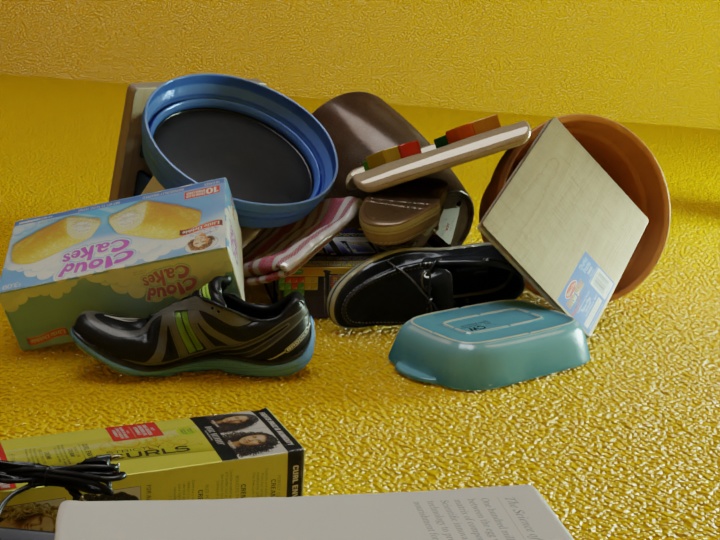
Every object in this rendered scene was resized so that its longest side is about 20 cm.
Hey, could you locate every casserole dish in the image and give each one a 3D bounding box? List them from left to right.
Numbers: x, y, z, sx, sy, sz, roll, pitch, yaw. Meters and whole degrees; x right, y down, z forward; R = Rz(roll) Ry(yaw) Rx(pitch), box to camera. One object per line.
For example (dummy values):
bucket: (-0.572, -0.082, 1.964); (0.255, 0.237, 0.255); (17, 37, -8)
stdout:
casserole dish: (0.117, 0.061, 1.011); (0.199, 0.039, 0.121); (-9, 18, -37)

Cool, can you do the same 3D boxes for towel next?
towel: (-0.109, -0.026, 1.136); (0.199, 0.030, 0.146); (-8, 25, 37)

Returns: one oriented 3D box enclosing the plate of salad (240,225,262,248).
plate of salad: (-0.188, -0.024, 1.118); (0.199, 0.048, 0.200); (-22, 22, 9)

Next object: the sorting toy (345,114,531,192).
sorting toy: (0.074, -0.126, 1.203); (0.184, 0.037, 0.200); (-18, 7, -2)

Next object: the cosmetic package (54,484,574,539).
cosmetic package: (-0.006, 0.171, 0.384); (0.199, 0.123, 0.199); (-1, 15, -10)

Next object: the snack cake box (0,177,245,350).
snack cake box: (-0.206, -0.007, 0.996); (0.199, 0.067, 0.115); (-12, 34, 0)

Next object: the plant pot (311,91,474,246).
plant pot: (0.036, -0.093, 1.372); (0.186, 0.188, 0.200); (-9, 33, -39)

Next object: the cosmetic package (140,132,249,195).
cosmetic package: (-0.191, -0.077, 1.231); (0.082, 0.051, 0.200); (-9, -22, -36)

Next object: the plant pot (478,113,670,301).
plant pot: (0.218, -0.061, 1.244); (0.199, 0.201, 0.140); (-1, -3, -15)

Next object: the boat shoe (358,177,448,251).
boat shoe: (0.049, -0.047, 1.143); (0.071, 0.065, 0.200); (9, 17, 17)

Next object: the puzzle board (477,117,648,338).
puzzle board: (0.202, -0.045, 1.113); (0.017, 0.151, 0.200); (-35, 13, 47)

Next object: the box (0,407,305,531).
box: (-0.138, 0.127, 0.676); (0.199, 0.050, 0.075); (-4, 17, -24)

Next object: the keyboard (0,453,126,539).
keyboard: (-0.190, 0.138, 0.567); (0.199, 0.021, 0.127); (4, 46, 3)

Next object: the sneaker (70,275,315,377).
sneaker: (-0.137, 0.043, 0.937); (0.199, 0.083, 0.071); (0, 19, -7)

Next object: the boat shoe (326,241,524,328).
boat shoe: (0.066, 0.018, 1.079); (0.199, 0.075, 0.062); (-10, 29, -16)

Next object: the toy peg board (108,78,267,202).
toy peg board: (-0.185, -0.117, 1.359); (0.199, 0.201, 0.098); (-12, 35, -45)

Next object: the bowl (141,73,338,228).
bowl: (-0.121, -0.119, 1.124); (0.200, 0.039, 0.201); (16, 41, -14)

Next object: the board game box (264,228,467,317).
board game box: (0.000, 0.000, 1.190); (0.199, 0.057, 0.165); (0, 17, -11)
